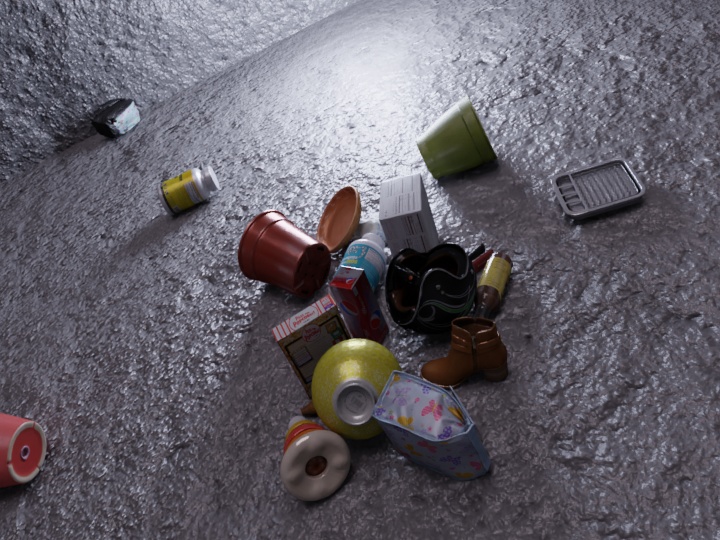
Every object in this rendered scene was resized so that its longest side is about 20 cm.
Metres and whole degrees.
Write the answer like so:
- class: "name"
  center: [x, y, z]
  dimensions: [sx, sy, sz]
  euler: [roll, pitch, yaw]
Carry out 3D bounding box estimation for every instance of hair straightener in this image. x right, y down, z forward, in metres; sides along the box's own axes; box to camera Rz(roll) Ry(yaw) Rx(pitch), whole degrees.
- class: "hair straightener"
  center: [0.234, 0.001, 1.592]
  dimensions: [0.198, 0.041, 0.077]
  euler: [-39, 41, -9]

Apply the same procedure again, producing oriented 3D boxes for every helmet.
- class: "helmet"
  center: [0.167, 0.040, 1.454]
  dimensions: [0.186, 0.205, 0.200]
  euler: [0, 28, -31]

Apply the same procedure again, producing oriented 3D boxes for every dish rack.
- class: "dish rack"
  center: [0.588, -0.197, 1.612]
  dimensions: [0.194, 0.044, 0.174]
  euler: [-17, 40, 10]

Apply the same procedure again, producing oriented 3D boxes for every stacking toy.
- class: "stacking toy"
  center: [-0.113, 0.355, 1.330]
  dimensions: [0.144, 0.149, 0.200]
  euler: [-31, 25, -9]

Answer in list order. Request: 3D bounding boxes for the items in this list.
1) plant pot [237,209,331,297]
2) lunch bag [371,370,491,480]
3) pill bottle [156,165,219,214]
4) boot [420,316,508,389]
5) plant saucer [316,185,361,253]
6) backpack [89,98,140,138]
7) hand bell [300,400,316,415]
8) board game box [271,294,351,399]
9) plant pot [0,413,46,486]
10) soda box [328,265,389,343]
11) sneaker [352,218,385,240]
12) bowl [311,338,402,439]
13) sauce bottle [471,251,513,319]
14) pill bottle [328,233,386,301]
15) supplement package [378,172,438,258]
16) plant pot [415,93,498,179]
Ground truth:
- class: "plant pot"
  center: [-0.193, -0.033, 1.736]
  dimensions: [0.192, 0.204, 0.201]
  euler: [25, 59, 33]
- class: "lunch bag"
  center: [0.144, 0.293, 1.210]
  dimensions: [0.196, 0.171, 0.129]
  euler: [16, 61, 38]
- class: "pill bottle"
  center: [-0.598, -0.285, 2.264]
  dimensions: [0.195, 0.114, 0.114]
  euler: [-24, 39, 1]
- class: "boot"
  center: [0.202, 0.163, 1.332]
  dimensions: [0.194, 0.157, 0.075]
  euler: [-9, 41, 17]
- class: "plant saucer"
  center: [-0.056, -0.137, 1.821]
  dimensions: [0.199, 0.037, 0.205]
  euler: [-38, 40, 39]
- class: "backpack"
  center: [-1.108, -0.698, 2.967]
  dimensions: [0.163, 0.129, 0.202]
  euler: [18, 54, 25]
- class: "hand bell"
  center: [-0.046, 0.277, 1.412]
  dimensions: [0.196, 0.105, 0.106]
  euler: [-23, 37, 22]
- class: "board game box"
  center: [-0.091, 0.172, 1.439]
  dimensions: [0.149, 0.203, 0.046]
  euler: [-29, 39, -8]
- class: "plant pot"
  center: [-0.884, 0.439, 1.579]
  dimensions: [0.171, 0.204, 0.204]
  euler: [-1, 43, 11]
- class: "soda box"
  center: [-0.002, 0.086, 1.485]
  dimensions: [0.068, 0.203, 0.064]
  euler: [8, 48, 33]
- class: "sneaker"
  center: [0.006, -0.112, 1.815]
  dimensions: [0.198, 0.071, 0.074]
  euler: [17, 83, 53]
- class: "bowl"
  center: [-0.007, 0.247, 1.274]
  dimensions: [0.195, 0.206, 0.108]
  euler: [-20, 6, 5]
- class: "sauce bottle"
  center: [0.295, 0.050, 1.481]
  dimensions: [0.063, 0.066, 0.203]
  euler: [5, 50, 31]
- class: "pill bottle"
  center: [0.000, 0.000, 1.649]
  dimensions: [0.108, 0.112, 0.203]
  euler: [1, 46, 28]
- class: "supplement package"
  center: [0.125, -0.109, 1.631]
  dimensions: [0.107, 0.203, 0.158]
  euler: [-11, 40, 14]
- class: "plant pot"
  center: [0.267, -0.365, 1.865]
  dimensions: [0.189, 0.202, 0.203]
  euler: [-27, 38, 16]
